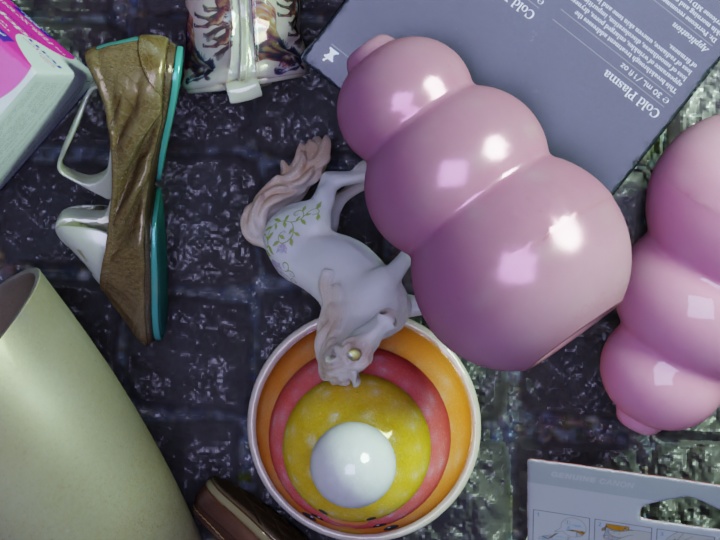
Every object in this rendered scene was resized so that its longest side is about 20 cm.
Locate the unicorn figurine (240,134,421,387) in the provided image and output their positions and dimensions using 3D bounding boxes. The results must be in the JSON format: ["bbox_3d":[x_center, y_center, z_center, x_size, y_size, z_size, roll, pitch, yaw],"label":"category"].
[{"bbox_3d":[0.000,0.000,1.534,0.137,0.200,0.074,-36,129,-19],"label":"unicorn figurine"}]

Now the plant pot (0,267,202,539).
[{"bbox_3d":[-0.195,0.135,1.564,0.187,0.187,0.200,-41,105,6],"label":"plant pot"}]

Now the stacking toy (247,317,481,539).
[{"bbox_3d":[-0.005,0.103,1.520,0.146,0.200,0.146,0,95,5],"label":"stacking toy"}]

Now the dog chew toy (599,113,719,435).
[{"bbox_3d":[0.209,0.008,1.541,0.124,0.125,0.200,27,103,2],"label":"dog chew toy"}]

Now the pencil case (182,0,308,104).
[{"bbox_3d":[-0.074,-0.202,1.557,0.078,0.089,0.200,-2,95,7],"label":"pencil case"}]

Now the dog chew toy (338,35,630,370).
[{"bbox_3d":[0.060,-0.044,1.439,0.124,0.125,0.200,-37,84,6],"label":"dog chew toy"}]

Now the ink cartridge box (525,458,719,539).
[{"bbox_3d":[0.196,0.180,1.538,0.200,0.044,0.174,7,125,12],"label":"ink cartridge box"}]

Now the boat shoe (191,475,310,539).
[{"bbox_3d":[-0.038,0.214,1.597,0.068,0.072,0.200,-43,93,4],"label":"boat shoe"}]

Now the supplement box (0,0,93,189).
[{"bbox_3d":[-0.239,-0.111,1.521,0.101,0.200,0.103,42,97,0],"label":"supplement box"}]

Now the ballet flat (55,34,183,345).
[{"bbox_3d":[-0.149,-0.050,1.569,0.072,0.068,0.200,5,117,-1],"label":"ballet flat"}]

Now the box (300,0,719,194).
[{"bbox_3d":[0.099,-0.139,1.541,0.200,0.104,0.182,39,96,1],"label":"box"}]
